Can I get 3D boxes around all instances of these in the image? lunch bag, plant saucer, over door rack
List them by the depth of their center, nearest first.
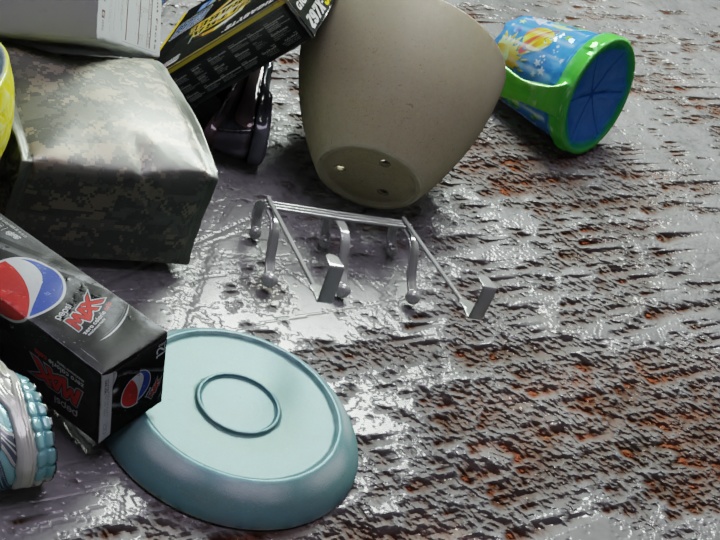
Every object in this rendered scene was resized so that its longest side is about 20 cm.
[{"bbox_3d":[-0.092,0.104,1.054,0.199,0.028,0.201,15,34,-11],"label":"plant saucer"},{"bbox_3d":[-0.226,-0.107,1.188,0.163,0.118,0.201,3,43,-27],"label":"lunch bag"},{"bbox_3d":[0.000,0.000,1.204,0.147,0.067,0.200,6,16,-24],"label":"over door rack"}]

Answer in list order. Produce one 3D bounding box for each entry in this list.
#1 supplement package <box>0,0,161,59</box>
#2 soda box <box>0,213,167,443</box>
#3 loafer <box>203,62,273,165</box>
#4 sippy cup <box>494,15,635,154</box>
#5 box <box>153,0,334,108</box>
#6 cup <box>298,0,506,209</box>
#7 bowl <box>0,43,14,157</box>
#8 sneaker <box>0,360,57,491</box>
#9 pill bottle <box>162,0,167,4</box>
[{"bbox_3d":[-0.249,-0.249,1.245,0.116,0.118,0.200,4,4,5],"label":"supplement package"},{"bbox_3d":[-0.227,0.031,1.013,0.200,0.071,0.063,32,43,25],"label":"soda box"},{"bbox_3d":[-0.118,-0.176,1.397,0.063,0.072,0.201,9,37,-10],"label":"loafer"},{"bbox_3d":[0.213,-0.217,1.607,0.130,0.140,0.178,31,-6,31],"label":"sippy cup"},{"bbox_3d":[-0.107,-0.230,1.351,0.049,0.199,0.160,51,36,-21],"label":"box"},{"bbox_3d":[0.025,-0.144,1.352,0.199,0.200,0.144,19,61,-6],"label":"cup"},{"bbox_3d":[-0.342,-0.085,1.074,0.199,0.108,0.201,-7,36,5],"label":"bowl"},{"bbox_3d":[-0.278,0.066,0.952,0.086,0.078,0.200,-14,48,-38],"label":"sneaker"},{"bbox_3d":[-0.247,-0.301,1.454,0.108,0.109,0.200,29,34,8],"label":"pill bottle"}]
